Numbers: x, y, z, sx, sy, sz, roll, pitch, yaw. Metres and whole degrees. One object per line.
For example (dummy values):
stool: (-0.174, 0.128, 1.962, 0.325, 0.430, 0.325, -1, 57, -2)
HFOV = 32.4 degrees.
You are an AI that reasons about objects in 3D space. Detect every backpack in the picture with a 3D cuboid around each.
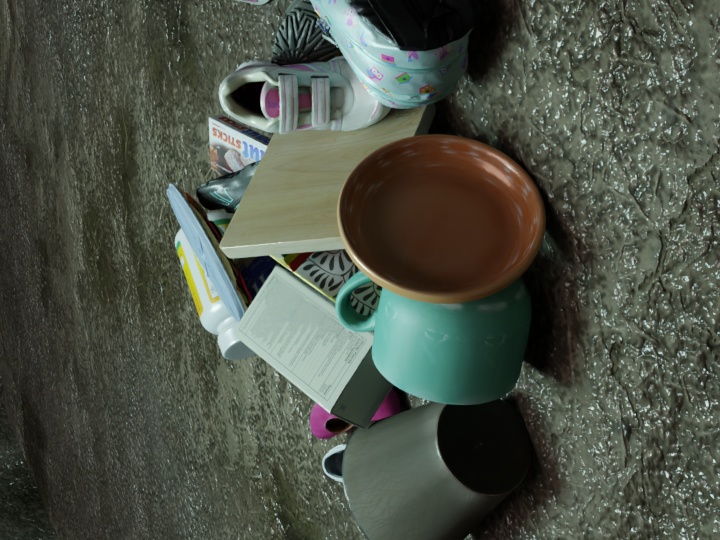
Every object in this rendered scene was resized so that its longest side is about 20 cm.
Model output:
backpack: (0.037, -0.266, 1.245, 0.201, 0.166, 0.127, 59, 164, 27)

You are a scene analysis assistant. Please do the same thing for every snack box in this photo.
snack box: (-0.128, -0.134, 1.558, 0.200, 0.024, 0.072, 30, 127, 44)

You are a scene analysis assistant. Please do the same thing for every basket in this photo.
basket: (0.085, 0.214, 1.343, 0.181, 0.135, 0.200, 63, 146, 13)

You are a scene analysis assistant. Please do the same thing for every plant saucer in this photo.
plant saucer: (0.076, -0.046, 1.188, 0.038, 0.199, 0.201, 91, 154, -54)

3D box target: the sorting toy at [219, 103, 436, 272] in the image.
sorting toy: (-0.023, -0.084, 1.335, 0.199, 0.200, 0.070, -4, 138, 32)

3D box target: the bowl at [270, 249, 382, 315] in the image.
bowl: (0.000, 0.000, 1.419, 0.095, 0.200, 0.200, -56, 34, -2)

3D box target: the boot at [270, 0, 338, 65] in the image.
boot: (-0.059, -0.277, 1.432, 0.182, 0.072, 0.200, -53, 10, 34)

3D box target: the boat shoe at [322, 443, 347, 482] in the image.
boat shoe: (0.011, 0.240, 1.559, 0.200, 0.068, 0.073, -4, 96, 63)

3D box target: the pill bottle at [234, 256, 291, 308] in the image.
pill bottle: (-0.078, 0.051, 1.606, 0.201, 0.119, 0.120, 57, 146, 35)

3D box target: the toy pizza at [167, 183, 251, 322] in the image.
toy pizza: (-0.187, -0.025, 1.578, 0.201, 0.032, 0.200, 58, 169, 18)

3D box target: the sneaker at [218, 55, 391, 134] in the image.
sneaker: (-0.063, -0.179, 1.304, 0.198, 0.088, 0.082, 1, 109, 22)

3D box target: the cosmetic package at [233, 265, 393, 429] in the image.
cosmetic package: (-0.048, 0.086, 1.443, 0.200, 0.073, 0.104, 35, 91, 42)

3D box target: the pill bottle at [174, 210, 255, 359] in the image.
pill bottle: (-0.195, 0.024, 1.833, 0.201, 0.112, 0.113, 67, 151, 21)

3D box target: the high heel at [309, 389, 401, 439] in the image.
high heel: (-0.006, 0.198, 1.587, 0.200, 0.067, 0.097, -47, 53, 46)

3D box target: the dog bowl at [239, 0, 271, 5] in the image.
dog bowl: (-0.170, -0.451, 1.645, 0.200, 0.073, 0.202, 33, 128, 56)

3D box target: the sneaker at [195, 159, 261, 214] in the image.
sneaker: (-0.137, -0.086, 1.507, 0.200, 0.075, 0.080, -10, 102, 57)

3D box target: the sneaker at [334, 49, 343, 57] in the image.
sneaker: (-0.009, -0.169, 1.435, 0.090, 0.074, 0.201, -126, 35, -49)

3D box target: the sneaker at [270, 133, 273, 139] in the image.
sneaker: (-0.048, -0.105, 1.561, 0.095, 0.079, 0.202, -20, 86, 46)

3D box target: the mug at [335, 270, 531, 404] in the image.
mug: (0.078, 0.043, 1.226, 0.152, 0.183, 0.115, -113, 28, -58)
